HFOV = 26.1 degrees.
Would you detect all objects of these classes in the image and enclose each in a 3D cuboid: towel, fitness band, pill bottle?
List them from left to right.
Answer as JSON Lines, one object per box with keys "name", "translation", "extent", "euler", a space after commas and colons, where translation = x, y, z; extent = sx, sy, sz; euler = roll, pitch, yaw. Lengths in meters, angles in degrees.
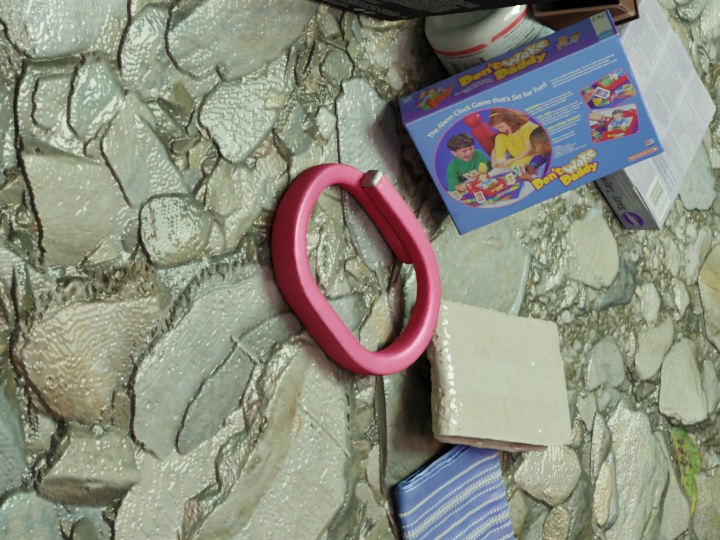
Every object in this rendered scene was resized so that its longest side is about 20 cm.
{"name": "fitness band", "translation": [0.000, 0.000, 1.329], "extent": [0.200, 0.037, 0.144], "euler": [53, 54, -32]}
{"name": "towel", "translation": [0.099, 0.261, 1.450], "extent": [0.145, 0.024, 0.201], "euler": [-28, 111, -43]}
{"name": "towel", "translation": [0.128, 0.100, 1.456], "extent": [0.200, 0.034, 0.133], "euler": [14, 64, -47]}
{"name": "pill bottle", "translation": [0.149, -0.176, 1.439], "extent": [0.200, 0.109, 0.109], "euler": [54, 53, -34]}

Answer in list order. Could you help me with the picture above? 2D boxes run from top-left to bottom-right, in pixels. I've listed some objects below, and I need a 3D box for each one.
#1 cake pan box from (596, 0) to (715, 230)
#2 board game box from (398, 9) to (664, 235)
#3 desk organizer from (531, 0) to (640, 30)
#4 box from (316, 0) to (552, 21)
{"name": "cake pan box", "translation": [0.296, -0.169, 1.645], "extent": [0.200, 0.052, 0.184], "euler": [50, 58, -35]}
{"name": "board game box", "translation": [0.152, -0.128, 1.378], "extent": [0.045, 0.200, 0.135], "euler": [-97, 162, -53]}
{"name": "desk organizer", "translation": [0.187, -0.316, 1.385], "extent": [0.077, 0.072, 0.201], "euler": [13, 66, -55]}
{"name": "box", "translation": [0.066, -0.319, 1.279], "extent": [0.117, 0.200, 0.197], "euler": [8, 85, -48]}
